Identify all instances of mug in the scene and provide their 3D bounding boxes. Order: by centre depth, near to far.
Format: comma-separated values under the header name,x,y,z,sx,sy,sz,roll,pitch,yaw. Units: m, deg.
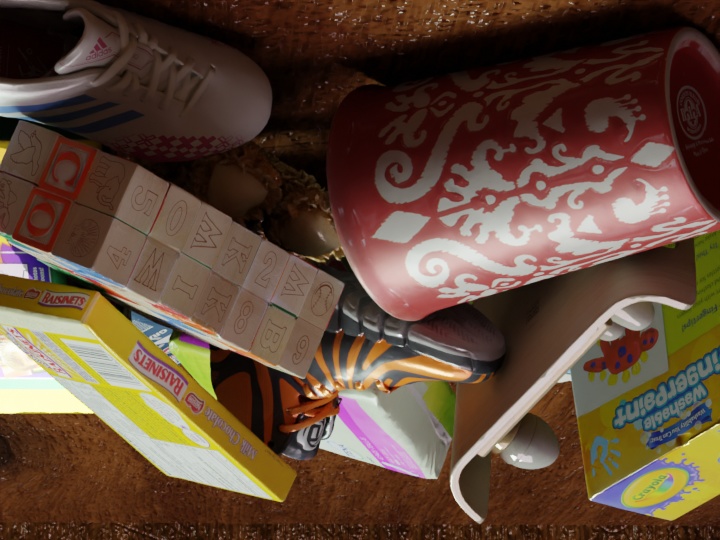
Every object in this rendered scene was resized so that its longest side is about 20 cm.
name,x,y,z,sx,sy,sz,roll,pitch,yaw
mug,0.104,-0.072,1.320,0.199,0.178,0.134,-13,126,31

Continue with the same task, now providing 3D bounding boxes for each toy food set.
name,x,y,z,sx,sy,sz,roll,pitch,yaw
toy food set,0.123,0.037,1.388,0.060,0.144,0.200,32,123,-16

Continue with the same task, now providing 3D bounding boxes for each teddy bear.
name,x,y,z,sx,sy,sz,roll,pitch,yaw
teddy bear,-0.067,-0.051,1.387,0.144,0.067,0.200,22,176,-5

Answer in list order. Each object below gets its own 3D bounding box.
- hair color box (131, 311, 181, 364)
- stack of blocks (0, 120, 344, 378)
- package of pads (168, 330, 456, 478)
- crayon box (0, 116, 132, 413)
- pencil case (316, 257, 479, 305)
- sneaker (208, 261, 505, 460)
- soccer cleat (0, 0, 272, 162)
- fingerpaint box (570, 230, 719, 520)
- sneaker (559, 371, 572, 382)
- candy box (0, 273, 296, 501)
name,x,y,z,sx,sy,sz,roll,pitch,yaw
hair color box,-0.170,0.000,1.579,0.060,0.101,0.200,-24,160,17
stack of blocks,-0.112,-0.011,1.272,0.115,0.059,0.200,19,173,35
package of pads,-0.029,0.069,1.575,0.154,0.069,0.200,15,164,19
crayon box,-0.226,-0.008,1.417,0.171,0.058,0.201,1,126,2
pencil case,0.000,0.000,1.596,0.087,0.088,0.200,8,173,-33
sneaker,-0.005,0.062,1.424,0.199,0.113,0.077,16,-164,34
soccer cleat,-0.125,-0.100,1.228,0.199,0.070,0.086,7,166,-28
fingerpaint box,0.210,0.027,1.391,0.073,0.168,0.200,16,143,-33
sneaker,0.177,0.037,1.552,0.199,0.079,0.090,6,145,-18
candy box,-0.128,0.068,1.381,0.102,0.027,0.200,11,154,43
